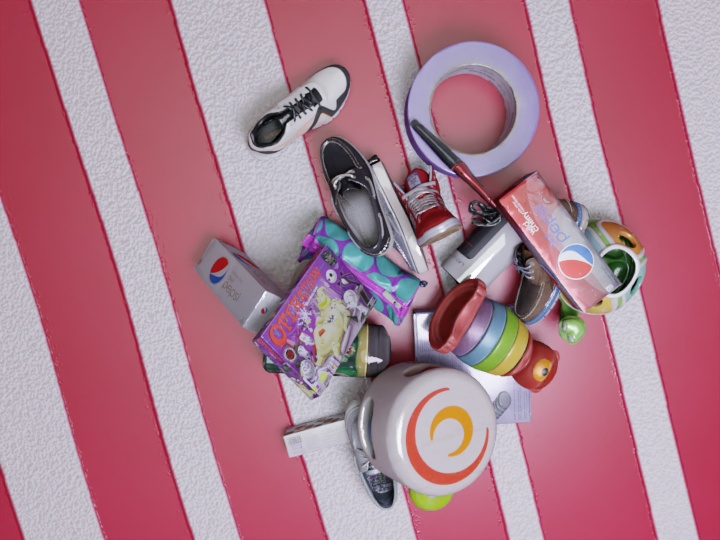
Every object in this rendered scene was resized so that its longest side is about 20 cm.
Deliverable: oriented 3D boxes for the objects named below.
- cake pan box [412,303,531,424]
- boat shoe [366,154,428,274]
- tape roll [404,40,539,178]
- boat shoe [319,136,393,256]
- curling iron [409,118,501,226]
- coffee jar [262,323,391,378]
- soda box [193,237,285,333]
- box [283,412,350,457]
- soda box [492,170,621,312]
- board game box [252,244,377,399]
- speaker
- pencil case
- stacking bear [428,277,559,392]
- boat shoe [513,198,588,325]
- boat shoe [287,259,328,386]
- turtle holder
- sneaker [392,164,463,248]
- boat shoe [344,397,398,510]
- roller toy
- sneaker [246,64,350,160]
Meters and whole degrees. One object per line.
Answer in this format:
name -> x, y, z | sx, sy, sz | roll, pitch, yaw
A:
cake pan box -> 0.178, 0.150, 1.205 | 0.183, 0.052, 0.201 | -5, 96, -2
boat shoe -> 0.030, -0.073, 1.178 | 0.092, 0.075, 0.201 | -25, 87, 8
tape roll -> 0.168, -0.244, 1.151 | 0.199, 0.085, 0.201 | 0, 95, 0
boat shoe -> -0.012, -0.114, 1.117 | 0.074, 0.060, 0.201 | -23, 82, 15
curling iron -> 0.140, -0.144, 1.105 | 0.050, 0.026, 0.200 | -38, 94, 0
coffee jar -> -0.051, 0.123, 1.172 | 0.199, 0.104, 0.086 | 3, 80, -1
soda box -> -0.175, 0.025, 1.118 | 0.068, 0.200, 0.064 | 30, 95, -41
box -> -0.026, 0.257, 1.218 | 0.199, 0.039, 0.042 | -16, 99, 1
soda box -> 0.276, -0.041, 1.054 | 0.070, 0.063, 0.200 | -37, 92, 4
board game box -> -0.059, 0.069, 1.056 | 0.120, 0.200, 0.032 | 44, 137, -13
speaker -> 0.220, -0.050, 1.172 | 0.081, 0.081, 0.200 | 44, 94, -4
pencil case -> 0.000, 0.000, 1.168 | 0.200, 0.092, 0.085 | 33, 103, -2
stacking bear -> 0.212, 0.112, 1.126 | 0.200, 0.114, 0.122 | 32, 85, -14
boat shoe -> 0.269, -0.016, 1.128 | 0.072, 0.072, 0.201 | 15, 100, -27
boat shoe -> -0.076, 0.084, 1.107 | 0.066, 0.057, 0.201 | -2, 67, -7
turtle holder -> 0.356, 0.007, 1.152 | 0.185, 0.132, 0.141 | -35, 95, 2
sneaker -> 0.097, -0.099, 1.107 | 0.071, 0.200, 0.113 | -23, 94, 3
boat shoe -> 0.025, 0.294, 1.175 | 0.070, 0.072, 0.202 | -15, 118, 1
roller toy -> 0.096, 0.227, 1.105 | 0.183, 0.140, 0.200 | 47, 72, -17
sneaker -> -0.093, -0.243, 1.152 | 0.200, 0.080, 0.074 | -42, 93, 2
